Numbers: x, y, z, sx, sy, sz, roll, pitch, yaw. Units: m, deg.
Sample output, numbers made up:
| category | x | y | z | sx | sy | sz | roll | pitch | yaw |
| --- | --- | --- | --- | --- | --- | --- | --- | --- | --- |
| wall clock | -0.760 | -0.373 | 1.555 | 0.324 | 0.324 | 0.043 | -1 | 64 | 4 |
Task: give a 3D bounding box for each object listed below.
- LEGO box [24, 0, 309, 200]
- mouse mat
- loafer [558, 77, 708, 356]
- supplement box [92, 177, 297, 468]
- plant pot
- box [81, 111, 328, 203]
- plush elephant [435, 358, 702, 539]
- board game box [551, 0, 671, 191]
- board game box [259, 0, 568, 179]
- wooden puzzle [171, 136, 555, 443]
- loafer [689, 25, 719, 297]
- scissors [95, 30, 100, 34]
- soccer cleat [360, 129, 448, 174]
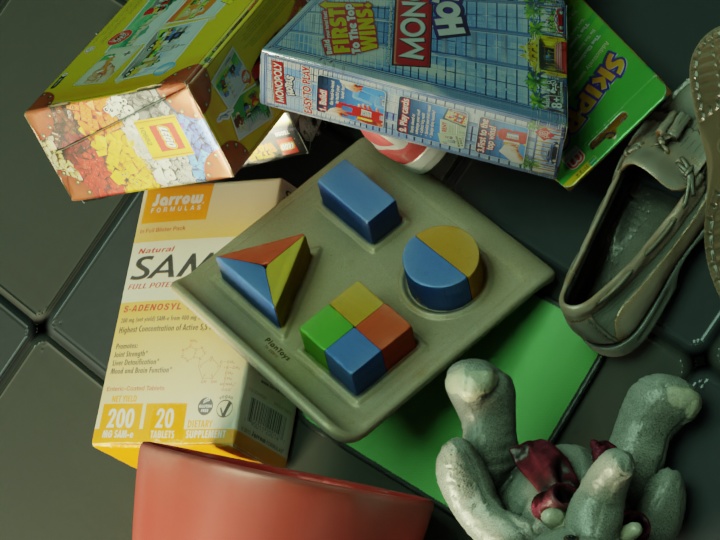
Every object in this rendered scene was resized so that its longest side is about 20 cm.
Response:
| category | x | y | z | sx | sy | sz | roll | pitch | yaw |
| --- | --- | --- | --- | --- | --- | --- | --- | --- | --- |
| LEGO box | -0.116 | -0.143 | 1.623 | 0.149 | 0.077 | 0.200 | -6 | 33 | 35 |
| mouse mat | 0.060 | 0.072 | 1.570 | 0.200 | 0.008 | 0.161 | 29 | 86 | 39 |
| loafer | 0.189 | -0.043 | 1.498 | 0.072 | 0.063 | 0.200 | 17 | 77 | 40 |
| supplement box | -0.105 | 0.040 | 1.649 | 0.126 | 0.074 | 0.200 | -3 | 67 | 32 |
| plant pot | -0.065 | 0.214 | 1.482 | 0.200 | 0.200 | 0.177 | 9 | 85 | 36 |
| box | -0.106 | -0.118 | 1.700 | 0.200 | 0.040 | 0.137 | -10 | 31 | 30 |
| plush elephant | 0.128 | 0.155 | 1.385 | 0.155 | 0.165 | 0.200 | -158 | 81 | -77 |
| board game box | 0.134 | -0.134 | 1.578 | 0.096 | 0.030 | 0.200 | -44 | 39 | 9 |
| board game box | 0.036 | -0.162 | 1.541 | 0.200 | 0.062 | 0.200 | 3 | 55 | -2 |
| wooden puzzle | 0.000 | 0.000 | 1.550 | 0.200 | 0.046 | 0.185 | -37 | 56 | -21 |
| loafer | 0.260 | -0.058 | 1.458 | 0.076 | 0.068 | 0.200 | -19 | 73 | 55 |
| scissors | -0.122 | -0.217 | 1.816 | 0.200 | 0.014 | 0.073 | 1 | 73 | 35 |
| soccer cleat | 0.020 | -0.150 | 1.627 | 0.068 | 0.073 | 0.200 | -45 | 33 | 27 |
